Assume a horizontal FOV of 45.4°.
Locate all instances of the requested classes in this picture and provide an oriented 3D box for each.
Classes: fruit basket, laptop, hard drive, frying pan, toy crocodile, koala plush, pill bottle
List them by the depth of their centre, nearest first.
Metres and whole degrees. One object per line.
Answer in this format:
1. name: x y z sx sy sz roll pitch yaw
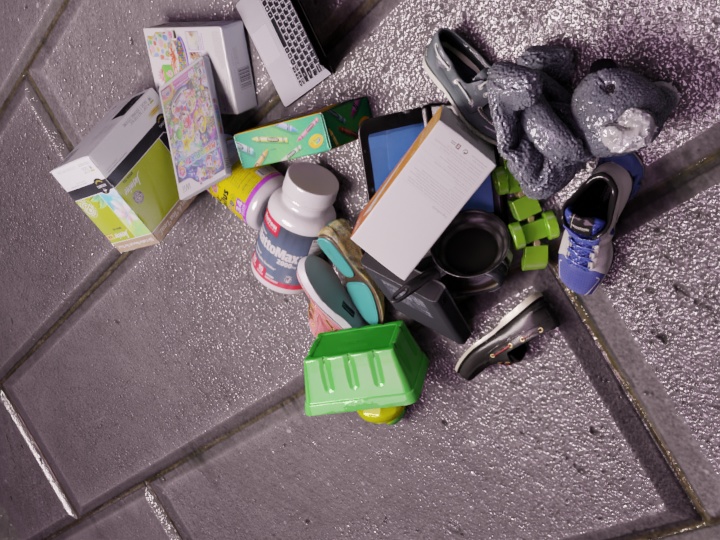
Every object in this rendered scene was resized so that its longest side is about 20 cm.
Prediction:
1. koala plush: 0.280 -0.184 1.048 0.196 0.177 0.188 -2 111 32
2. frying pan: 0.135 -0.006 1.196 0.113 0.192 0.031 21 155 27
3. toy crocodile: 0.227 -0.096 1.203 0.066 0.062 0.204 -17 100 0
4. hard drive: 0.088 0.043 1.309 0.138 0.033 0.200 28 168 27
5. laptop: -0.131 -0.368 1.328 0.198 0.115 0.190 -24 94 43
6. fruit basket: 0.018 0.197 1.434 0.210 0.156 0.220 6 117 12
7. pill bottle: -0.106 -0.073 1.442 0.119 0.119 0.203 36 128 20
8. pill bottle: -0.220 -0.167 1.501 0.199 0.104 0.106 38 129 20

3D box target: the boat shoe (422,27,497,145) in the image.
1. boat shoe: 0.159 -0.248 1.166 0.201 0.072 0.062 50 155 18

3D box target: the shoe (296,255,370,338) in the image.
1. shoe: -0.065 0.060 1.457 0.090 0.072 0.200 -16 130 35

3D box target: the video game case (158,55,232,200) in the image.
1. video game case: -0.281 -0.238 1.457 0.142 0.018 0.205 -19 81 44

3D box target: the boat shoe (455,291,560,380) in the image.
1. boat shoe: 0.216 0.114 1.295 0.064 0.073 0.201 55 129 14

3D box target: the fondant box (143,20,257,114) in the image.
1. fondant box: -0.278 -0.352 1.490 0.197 0.058 0.147 10 119 35

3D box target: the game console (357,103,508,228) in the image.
1. game console: 0.108 -0.129 1.244 0.173 0.116 0.204 6 114 37

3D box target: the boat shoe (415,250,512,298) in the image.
1. boat shoe: 0.140 0.010 1.299 0.075 0.061 0.198 38 145 -23

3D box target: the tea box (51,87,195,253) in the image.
1. tea box: -0.401 -0.176 1.541 0.132 0.202 0.198 -10 127 41

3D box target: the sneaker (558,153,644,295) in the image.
1. sneaker: 0.294 -0.056 1.126 0.080 0.114 0.203 30 126 25

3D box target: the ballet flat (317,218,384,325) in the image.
1. ballet flat: 0.000 0.000 1.418 0.070 0.071 0.202 -7 125 40

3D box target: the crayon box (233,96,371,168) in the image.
1. crayon box: -0.090 -0.217 1.362 0.197 0.118 0.059 -5 108 40

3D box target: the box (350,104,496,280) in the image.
1. box: 0.086 -0.108 1.178 0.097 0.125 0.201 36 109 -6
